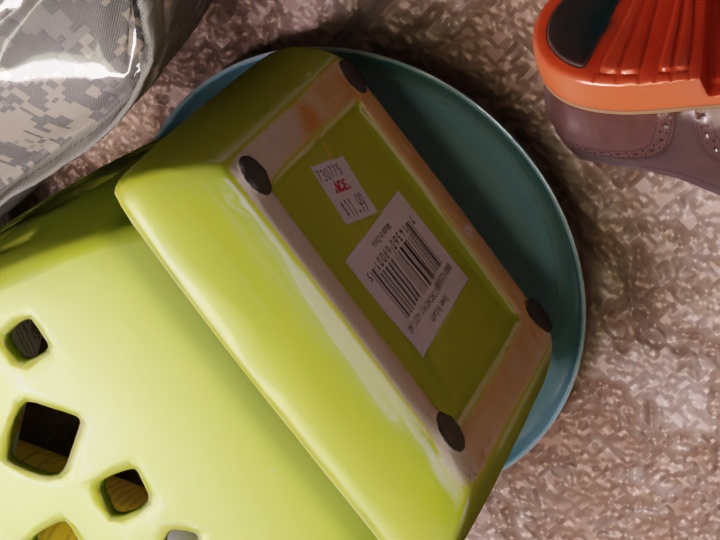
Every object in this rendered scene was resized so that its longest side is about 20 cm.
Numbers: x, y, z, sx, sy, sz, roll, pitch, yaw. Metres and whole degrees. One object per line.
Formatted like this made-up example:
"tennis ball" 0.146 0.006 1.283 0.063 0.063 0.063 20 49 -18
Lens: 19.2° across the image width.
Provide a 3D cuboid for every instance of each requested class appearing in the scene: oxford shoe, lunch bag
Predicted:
"oxford shoe" 0.164 -0.062 0.761 0.199 0.071 0.073 8 145 17
"lunch bag" -0.105 -0.113 0.726 0.118 0.164 0.200 44 136 -16

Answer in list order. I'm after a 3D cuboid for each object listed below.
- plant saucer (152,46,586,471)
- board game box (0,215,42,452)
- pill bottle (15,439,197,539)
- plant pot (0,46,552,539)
"plant saucer" 0.000 0.000 0.876 0.199 0.027 0.201 10 117 19
"board game box" -0.207 0.070 0.875 0.102 0.201 0.105 1 144 10
"pill bottle" -0.127 0.145 0.952 0.199 0.112 0.112 19 120 15
"plant pot" -0.048 0.042 0.791 0.181 0.200 0.199 -35 97 25
